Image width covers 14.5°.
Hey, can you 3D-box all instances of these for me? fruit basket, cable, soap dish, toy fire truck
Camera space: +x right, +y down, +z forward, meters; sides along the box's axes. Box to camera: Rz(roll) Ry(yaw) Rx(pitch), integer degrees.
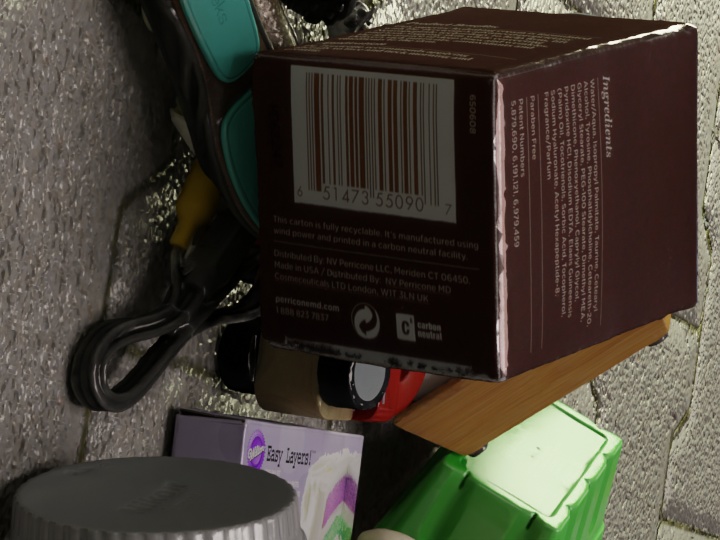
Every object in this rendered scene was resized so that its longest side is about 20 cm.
[{"bbox_3d":[0.088,0.203,1.933,0.216,0.155,0.216,-57,171,-14],"label":"fruit basket"},{"bbox_3d":[-0.102,0.017,1.565,0.200,0.050,0.097,-53,139,-35],"label":"cable"},{"bbox_3d":[0.118,0.026,1.853,0.081,0.200,0.157,51,23,-16],"label":"soap dish"},{"bbox_3d":[0.000,0.000,1.721,0.200,0.128,0.177,6,90,-58],"label":"toy fire truck"}]

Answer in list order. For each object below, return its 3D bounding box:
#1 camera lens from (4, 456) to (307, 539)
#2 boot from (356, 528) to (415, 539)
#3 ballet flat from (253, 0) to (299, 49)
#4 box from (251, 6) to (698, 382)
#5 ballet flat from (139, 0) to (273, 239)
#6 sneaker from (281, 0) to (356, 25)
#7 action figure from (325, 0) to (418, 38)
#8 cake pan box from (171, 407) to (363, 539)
[{"bbox_3d":[-0.104,0.209,1.434,0.160,0.160,0.201,-24,118,-65],"label":"camera lens"},{"bbox_3d":[0.047,0.236,1.804,0.200,0.075,0.107,49,33,-54],"label":"boot"},{"bbox_3d":[-0.067,-0.148,1.578,0.046,0.067,0.201,-24,119,-37],"label":"ballet flat"},{"bbox_3d":[0.066,-0.048,1.541,0.200,0.166,0.165,-17,109,-50],"label":"box"},{"bbox_3d":[-0.076,-0.107,1.537,0.068,0.068,0.200,-37,129,-27],"label":"ballet flat"},{"bbox_3d":[-0.027,-0.238,1.633,0.091,0.066,0.200,-60,145,-41],"label":"sneaker"},{"bbox_3d":[0.051,-0.106,1.735,0.069,0.200,0.130,-47,174,4],"label":"action figure"},{"bbox_3d":[-0.064,0.179,1.670,0.200,0.052,0.185,20,75,-68],"label":"cake pan box"}]
